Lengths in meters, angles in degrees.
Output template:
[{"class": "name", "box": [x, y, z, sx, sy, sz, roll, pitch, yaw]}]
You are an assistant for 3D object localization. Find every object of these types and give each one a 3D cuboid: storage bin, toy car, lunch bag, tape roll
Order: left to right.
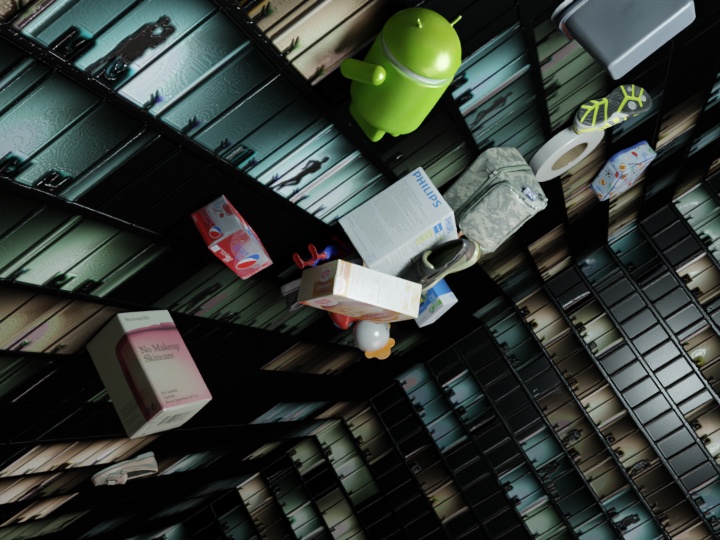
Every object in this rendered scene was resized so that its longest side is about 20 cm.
[{"class": "toy car", "box": [0.031, 0.133, 1.973, 0.176, 0.201, 0.184, -27, 163, -14]}, {"class": "lunch bag", "box": [0.300, -0.154, 1.691, 0.139, 0.168, 0.200, -13, 154, -47]}, {"class": "tape roll", "box": [0.503, -0.293, 1.881, 0.202, 0.037, 0.203, -29, 162, -10]}, {"class": "lunch bag", "box": [0.786, -0.297, 2.298, 0.160, 0.076, 0.200, -27, 162, -24]}, {"class": "storage bin", "box": [0.441, -0.417, 1.260, 0.200, 0.135, 0.145, -37, 162, 20]}]

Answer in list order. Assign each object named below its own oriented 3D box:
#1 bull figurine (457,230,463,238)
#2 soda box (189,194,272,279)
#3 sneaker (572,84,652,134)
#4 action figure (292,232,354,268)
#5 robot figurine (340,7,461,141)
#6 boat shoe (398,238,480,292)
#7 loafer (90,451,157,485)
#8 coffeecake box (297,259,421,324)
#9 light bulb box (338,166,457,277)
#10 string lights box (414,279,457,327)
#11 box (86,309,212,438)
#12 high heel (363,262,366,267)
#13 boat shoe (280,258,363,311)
[{"class": "bull figurine", "box": [0.203, -0.091, 1.881, 0.121, 0.065, 0.200, -41, 163, 16]}, {"class": "soda box", "box": [-0.210, -0.050, 1.266, 0.063, 0.070, 0.200, -31, 163, -2]}, {"class": "sneaker", "box": [0.570, -0.366, 1.751, 0.199, 0.076, 0.076, -17, 167, -13]}, {"class": "action figure", "box": [-0.065, -0.040, 1.586, 0.065, 0.052, 0.200, -33, 169, 24]}, {"class": "robot figurine", "box": [0.060, -0.268, 1.045, 0.175, 0.116, 0.200, -20, 159, -37]}, {"class": "boat shoe", "box": [0.149, -0.016, 1.576, 0.200, 0.072, 0.066, -27, 140, 30]}, {"class": "loafer", "box": [-0.688, 0.595, 2.256, 0.199, 0.063, 0.072, -15, 157, -44]}, {"class": "coffeecake box", "box": [-0.003, 0.047, 1.555, 0.199, 0.073, 0.153, 17, 164, -28]}, {"class": "light bulb box", "box": [0.084, -0.083, 1.589, 0.200, 0.125, 0.198, -33, 163, 1]}, {"class": "string lights box", "box": [0.135, 0.023, 1.843, 0.059, 0.200, 0.103, -14, 155, -46]}, {"class": "box", "box": [-0.384, 0.185, 1.397, 0.109, 0.201, 0.128, -40, 161, 26]}, {"class": "high heel", "box": [0.000, 0.000, 1.771, 0.199, 0.072, 0.143, -25, 164, -5]}, {"class": "boat shoe", "box": [-0.078, 0.033, 1.661, 0.199, 0.068, 0.072, -22, 171, 14]}]
